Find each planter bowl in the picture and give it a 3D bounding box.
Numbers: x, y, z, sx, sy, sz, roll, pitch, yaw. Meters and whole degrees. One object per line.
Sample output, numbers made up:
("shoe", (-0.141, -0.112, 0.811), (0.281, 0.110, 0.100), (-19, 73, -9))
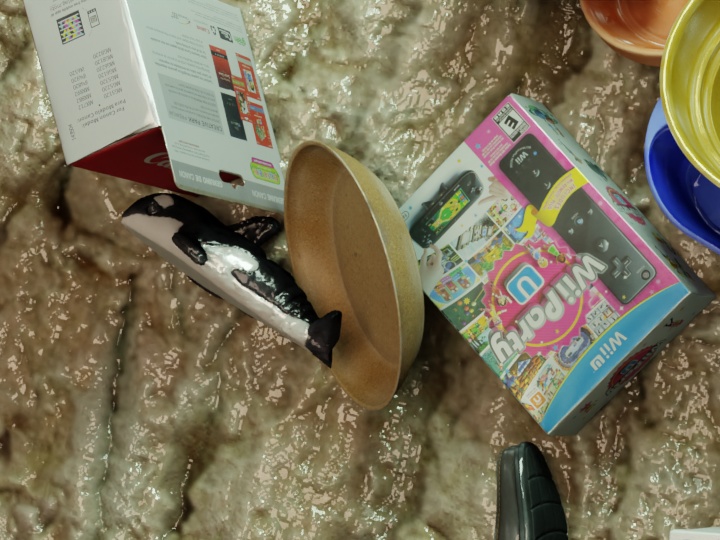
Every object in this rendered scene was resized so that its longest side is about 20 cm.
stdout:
("planter bowl", (0.296, -0.108, 1.591), (0.200, 0.084, 0.201), (-5, 64, 11))

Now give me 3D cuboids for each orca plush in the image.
("orca plush", (-0.083, -0.013, 1.838), (0.200, 0.105, 0.071), (30, 79, 35))

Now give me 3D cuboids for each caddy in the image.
("caddy", (0.290, -0.066, 1.675), (0.200, 0.105, 0.142), (33, 99, 22))

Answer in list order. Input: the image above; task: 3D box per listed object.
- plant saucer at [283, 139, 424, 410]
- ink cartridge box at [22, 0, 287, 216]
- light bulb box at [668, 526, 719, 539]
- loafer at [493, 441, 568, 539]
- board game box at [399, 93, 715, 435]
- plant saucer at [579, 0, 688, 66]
("plant saucer", (0.000, 0.000, 1.780), (0.035, 0.200, 0.201), (-15, 76, -21))
("ink cartridge box", (-0.145, -0.118, 1.816), (0.084, 0.200, 0.176), (-21, 76, 21))
("light bulb box", (0.280, 0.269, 1.601), (0.124, 0.198, 0.201), (2, 87, 25))
("loafer", (0.106, 0.223, 1.751), (0.072, 0.073, 0.201), (-6, 82, 27))
("board game box", (0.131, -0.004, 1.764), (0.148, 0.064, 0.200), (-46, 70, 14))
("plant saucer", (0.245, -0.224, 1.711), (0.200, 0.032, 0.201), (-21, 48, 25))
